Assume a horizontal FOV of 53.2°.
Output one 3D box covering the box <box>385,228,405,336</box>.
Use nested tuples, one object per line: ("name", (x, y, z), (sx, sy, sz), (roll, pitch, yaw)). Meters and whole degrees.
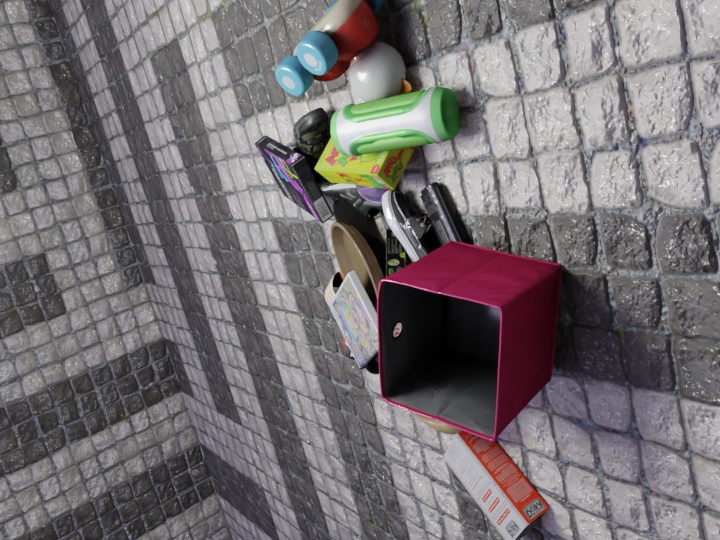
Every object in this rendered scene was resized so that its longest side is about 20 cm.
("box", (0.066, 0.021, 1.270), (0.201, 0.034, 0.112), (-87, -8, -59))

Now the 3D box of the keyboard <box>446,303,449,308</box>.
("keyboard", (0.136, 0.122, 1.261), (0.103, 0.040, 0.203), (20, 129, 24))

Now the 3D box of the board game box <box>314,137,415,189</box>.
("board game box", (0.008, -0.204, 1.261), (0.047, 0.103, 0.199), (33, 170, -35))

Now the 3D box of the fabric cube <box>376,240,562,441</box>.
("fabric cube", (0.159, 0.090, 1.051), (0.197, 0.198, 0.200), (13, 116, 34))

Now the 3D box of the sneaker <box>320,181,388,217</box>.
("sneaker", (-0.006, -0.139, 1.365), (0.199, 0.075, 0.089), (2, 118, 58))

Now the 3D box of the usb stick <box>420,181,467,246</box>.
("usb stick", (0.155, -0.049, 1.200), (0.203, 0.032, 0.055), (66, 157, 3))

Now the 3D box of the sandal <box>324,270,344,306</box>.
("sandal", (-0.043, 0.065, 1.528), (0.080, 0.058, 0.207), (60, 164, 20))

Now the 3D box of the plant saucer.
("plant saucer", (0.000, 0.000, 1.327), (0.201, 0.029, 0.201), (57, 163, 27))

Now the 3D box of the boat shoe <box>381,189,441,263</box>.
("boat shoe", (0.106, -0.060, 1.245), (0.066, 0.069, 0.203), (-33, 76, 38))

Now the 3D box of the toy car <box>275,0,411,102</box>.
("toy car", (0.000, -0.332, 1.173), (0.200, 0.185, 0.176), (43, 154, -16))

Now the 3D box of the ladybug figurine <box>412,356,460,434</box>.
("ladybug figurine", (0.117, 0.193, 1.233), (0.135, 0.072, 0.201), (-7, 125, 49))

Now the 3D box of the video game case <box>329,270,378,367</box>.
("video game case", (-0.006, 0.098, 1.376), (0.145, 0.018, 0.200), (62, 160, 12))

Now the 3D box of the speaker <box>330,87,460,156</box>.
("speaker", (0.052, -0.231, 1.126), (0.197, 0.088, 0.090), (-3, 109, 32))

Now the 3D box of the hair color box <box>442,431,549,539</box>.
("hair color box", (0.244, 0.387, 1.320), (0.201, 0.061, 0.102), (52, 147, 27))

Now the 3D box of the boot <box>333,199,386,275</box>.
("boot", (0.001, -0.028, 1.461), (0.189, 0.068, 0.201), (51, 159, 28))

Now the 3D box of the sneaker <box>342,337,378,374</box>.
("sneaker", (0.014, 0.173, 1.516), (0.200, 0.070, 0.100), (-31, 53, 59))

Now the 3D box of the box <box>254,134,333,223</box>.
("box", (-0.137, -0.188, 1.466), (0.200, 0.036, 0.144), (39, 161, 54))

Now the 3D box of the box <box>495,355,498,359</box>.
("box", (0.202, 0.166, 1.249), (0.159, 0.049, 0.200), (59, 150, 13))

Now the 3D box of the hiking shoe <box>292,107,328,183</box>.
("hiking shoe", (-0.084, -0.240, 1.433), (0.101, 0.075, 0.201), (52, 157, 13))
